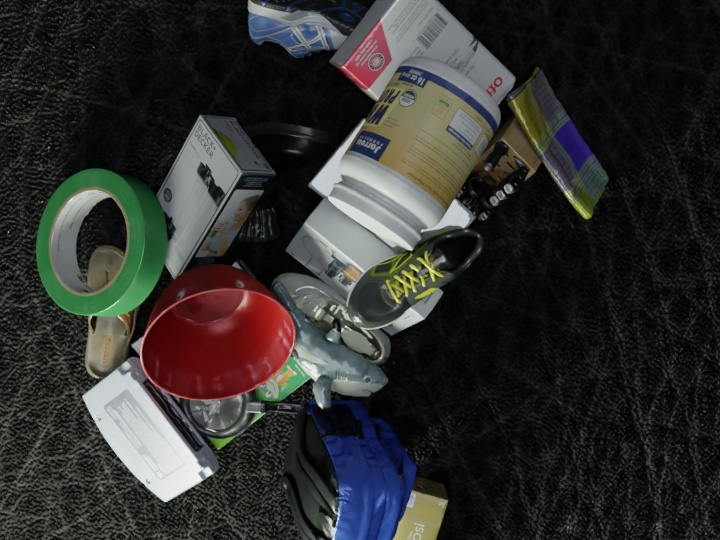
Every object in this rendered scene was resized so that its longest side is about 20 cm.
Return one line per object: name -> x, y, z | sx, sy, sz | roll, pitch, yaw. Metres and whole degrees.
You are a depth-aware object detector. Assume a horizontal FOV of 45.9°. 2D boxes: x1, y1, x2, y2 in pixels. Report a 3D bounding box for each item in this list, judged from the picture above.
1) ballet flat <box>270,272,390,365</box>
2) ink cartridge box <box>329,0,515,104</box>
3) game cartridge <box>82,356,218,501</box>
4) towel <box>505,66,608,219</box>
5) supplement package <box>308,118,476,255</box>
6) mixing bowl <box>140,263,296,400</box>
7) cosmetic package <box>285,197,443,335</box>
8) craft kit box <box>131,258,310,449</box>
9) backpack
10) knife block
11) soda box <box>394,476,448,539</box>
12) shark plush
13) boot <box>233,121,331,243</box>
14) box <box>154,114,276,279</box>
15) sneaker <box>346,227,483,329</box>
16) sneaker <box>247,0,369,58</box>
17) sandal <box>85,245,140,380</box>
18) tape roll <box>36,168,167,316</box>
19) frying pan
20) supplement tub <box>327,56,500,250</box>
ballet flat -> -0.040, 0.069, 1.211 | 0.200, 0.069, 0.070 | 35, 96, -3
ink cartridge box -> 0.084, -0.267, 1.134 | 0.200, 0.084, 0.145 | 37, 96, -23
game cartridge -> -0.305, 0.231, 1.219 | 0.133, 0.041, 0.200 | -34, 94, 29
towel -> 0.270, -0.174, 1.149 | 0.023, 0.144, 0.200 | -29, 98, 35
supplement package -> 0.041, -0.097, 1.165 | 0.200, 0.117, 0.117 | 41, 94, -5
mixing bowl -> -0.194, 0.065, 1.129 | 0.200, 0.109, 0.200 | -11, 133, -11
cosmetic package -> 0.000, 0.000, 1.159 | 0.200, 0.151, 0.052 | 39, 73, -3
craft kit box -> -0.190, 0.121, 1.231 | 0.197, 0.049, 0.200 | -39, 95, 7
backpack -> -0.009, 0.285, 1.153 | 0.167, 0.200, 0.163 | 1, 115, -17
knife block -> 0.201, -0.150, 1.115 | 0.064, 0.176, 0.200 | 45, 83, -5
soda box -> 0.068, 0.408, 1.247 | 0.064, 0.068, 0.200 | 17, 96, -2
shark plush -> -0.049, 0.094, 1.176 | 0.083, 0.091, 0.200 | -35, 85, 25
boot -> -0.123, -0.116, 1.154 | 0.211, 0.079, 0.158 | 2, 94, 41
box -> -0.207, -0.095, 1.135 | 0.200, 0.060, 0.117 | -52, 61, 31
sneaker -> 0.068, 0.000, 1.052 | 0.200, 0.085, 0.075 | -35, 88, -17
sneaker -> -0.059, -0.334, 1.172 | 0.199, 0.076, 0.077 | 12, 134, -10
sandal -> -0.361, 0.065, 1.218 | 0.080, 0.054, 0.201 | 8, 97, -1
tape roll -> -0.356, -0.038, 1.165 | 0.200, 0.048, 0.201 | -3, 83, 28
frying pan -> -0.169, 0.203, 1.207 | 0.190, 0.031, 0.115 | 28, 98, 0
supplement tub -> 0.063, -0.140, 1.031 | 0.144, 0.144, 0.200 | 32, 86, -3
